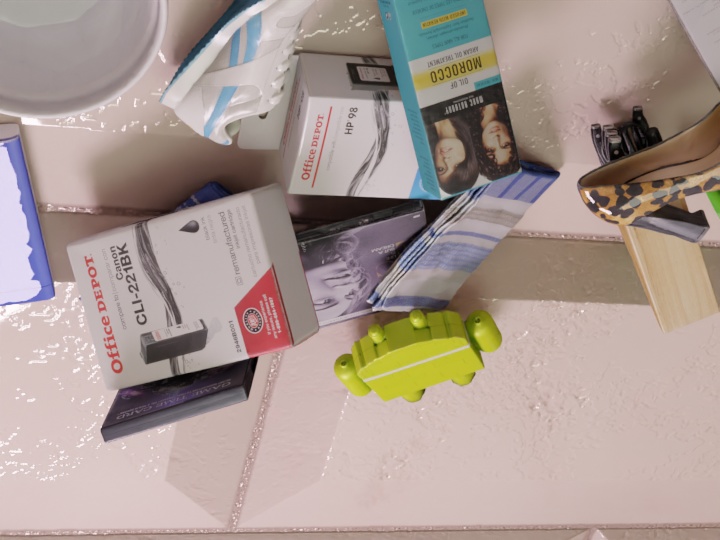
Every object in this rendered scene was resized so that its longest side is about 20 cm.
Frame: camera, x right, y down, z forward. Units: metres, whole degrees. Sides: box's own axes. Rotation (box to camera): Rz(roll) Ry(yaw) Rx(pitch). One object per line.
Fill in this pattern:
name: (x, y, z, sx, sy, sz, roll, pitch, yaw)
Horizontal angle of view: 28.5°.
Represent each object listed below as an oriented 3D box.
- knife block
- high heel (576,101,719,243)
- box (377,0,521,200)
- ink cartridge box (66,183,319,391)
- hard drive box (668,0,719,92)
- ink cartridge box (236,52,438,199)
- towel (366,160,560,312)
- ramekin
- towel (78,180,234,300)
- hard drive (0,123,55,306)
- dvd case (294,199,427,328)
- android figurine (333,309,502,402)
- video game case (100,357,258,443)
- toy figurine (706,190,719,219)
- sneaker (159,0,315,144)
knife block: (0.287, -0.053, 1.384, 0.063, 0.202, 0.176, -21, 165, 8)
high heel: (0.291, -0.118, 1.284, 0.141, 0.072, 0.202, 14, 122, -21)
box: (0.075, -0.171, 1.229, 0.081, 0.049, 0.203, -19, 108, -10)
ink cartridge box: (-0.156, 0.016, 1.317, 0.197, 0.084, 0.146, -14, 95, 19)
hard drive box: (0.342, -0.273, 1.250, 0.155, 0.077, 0.200, -30, 133, 15)
ink cartridge box: (-0.006, -0.131, 1.302, 0.197, 0.067, 0.117, 1, 134, -16)
towel: (0.105, -0.031, 1.408, 0.200, 0.024, 0.146, -49, 155, 21)
ramekin: (-0.252, -0.231, 1.115, 0.197, 0.106, 0.202, -7, 135, -7)
towel: (-0.164, 0.005, 1.423, 0.199, 0.024, 0.144, -38, 130, 22)
hard drive: (-0.366, -0.043, 1.322, 0.130, 0.026, 0.202, -8, 135, -7)
dvd case: (0.000, 0.000, 1.422, 0.147, 0.016, 0.201, -15, 154, 0)
android figurine: (0.061, 0.090, 1.510, 0.180, 0.042, 0.200, -20, 155, 11)
video game case: (-0.167, 0.099, 1.372, 0.141, 0.200, 0.019, -17, 108, 7)
toy figurine: (0.449, -0.099, 1.418, 0.183, 0.151, 0.201, -33, 119, 7)
sneaker: (-0.085, -0.190, 1.208, 0.081, 0.077, 0.200, 39, 126, -15)
